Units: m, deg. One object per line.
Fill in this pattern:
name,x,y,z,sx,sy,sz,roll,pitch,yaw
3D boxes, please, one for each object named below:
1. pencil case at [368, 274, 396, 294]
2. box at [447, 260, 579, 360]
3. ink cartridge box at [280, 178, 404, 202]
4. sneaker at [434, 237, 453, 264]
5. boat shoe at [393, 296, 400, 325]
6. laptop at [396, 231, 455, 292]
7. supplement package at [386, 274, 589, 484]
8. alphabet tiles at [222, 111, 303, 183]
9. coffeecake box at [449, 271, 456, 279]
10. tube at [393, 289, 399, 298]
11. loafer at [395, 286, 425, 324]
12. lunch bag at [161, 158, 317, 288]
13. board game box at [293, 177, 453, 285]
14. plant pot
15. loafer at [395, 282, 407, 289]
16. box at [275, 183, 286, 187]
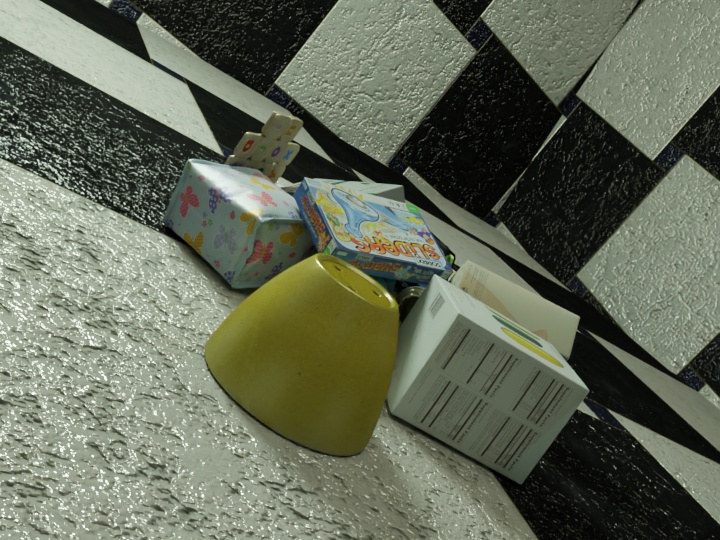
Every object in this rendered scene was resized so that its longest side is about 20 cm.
pencil case,-0.005,0.032,1.093,0.092,0.085,0.201,35,30,-10
box,0.225,0.075,1.277,0.199,0.078,0.095,26,-29,-3
ink cartridge box,-0.049,-0.087,1.290,0.199,0.084,0.146,9,21,41
sneaker,0.066,-0.049,1.351,0.082,0.072,0.199,-11,35,-44
boat shoe,0.024,0.071,1.196,0.063,0.073,0.201,61,-1,-17
laptop,0.121,0.005,1.425,0.177,0.103,0.200,39,7,-31
supplement package,0.149,0.135,1.058,0.199,0.151,0.152,30,12,-14
alphabet tiles,-0.162,-0.151,1.244,0.015,0.201,0.195,41,15,11
coffeecake box,0.137,0.017,1.668,0.200,0.073,0.153,41,13,28
tube,0.070,0.061,1.392,0.200,0.052,0.059,24,54,-59
loafer,0.121,0.109,1.205,0.200,0.075,0.070,50,21,3
lunch bag,-0.138,-0.057,1.138,0.169,0.128,0.199,38,23,29
board game box,0.018,-0.048,1.107,0.199,0.035,0.136,10,40,-38
plant pot,-0.039,0.069,0.854,0.199,0.143,0.200,31,13,-8
loafer,0.017,-0.017,1.529,0.200,0.068,0.070,33,-11,25
box,-0.119,-0.118,1.503,0.198,0.042,0.119,10,20,-27
